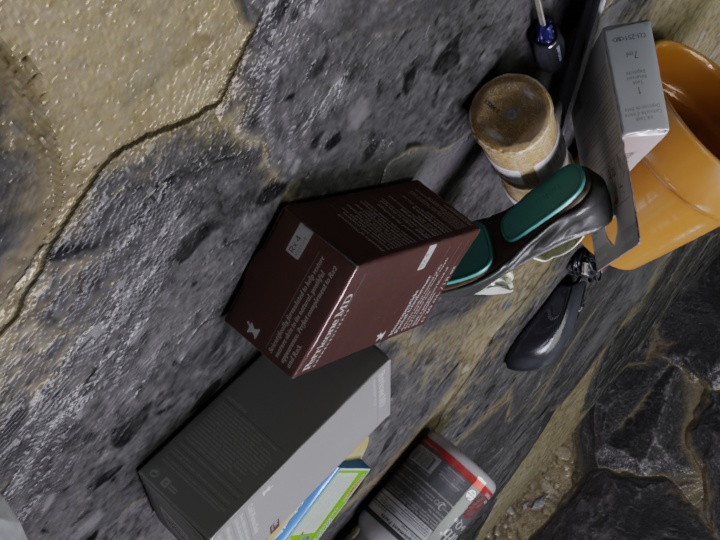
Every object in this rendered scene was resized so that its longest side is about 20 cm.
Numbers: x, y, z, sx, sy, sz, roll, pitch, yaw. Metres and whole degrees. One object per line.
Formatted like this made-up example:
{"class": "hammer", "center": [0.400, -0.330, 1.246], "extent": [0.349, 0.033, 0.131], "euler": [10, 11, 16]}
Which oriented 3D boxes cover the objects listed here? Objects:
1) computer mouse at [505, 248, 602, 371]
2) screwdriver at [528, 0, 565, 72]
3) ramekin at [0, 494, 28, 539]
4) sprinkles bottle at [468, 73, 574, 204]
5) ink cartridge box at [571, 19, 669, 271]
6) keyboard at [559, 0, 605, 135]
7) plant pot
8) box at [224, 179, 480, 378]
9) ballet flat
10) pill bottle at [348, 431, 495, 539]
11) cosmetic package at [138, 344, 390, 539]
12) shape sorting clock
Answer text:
{"class": "computer mouse", "center": [0.276, 0.066, 1.714], "extent": [0.200, 0.053, 0.138], "euler": [-55, 162, 9]}
{"class": "screwdriver", "center": [0.139, -0.193, 0.938], "extent": [0.029, 0.028, 0.200], "euler": [-22, 165, 3]}
{"class": "ramekin", "center": [-0.219, 0.143, 0.476], "extent": [0.201, 0.200, 0.098], "euler": [-49, 169, -7]}
{"class": "sprinkles bottle", "center": [0.141, -0.103, 1.054], "extent": [0.068, 0.068, 0.200], "euler": [-51, 161, 0]}
{"class": "ink cartridge box", "center": [0.222, -0.098, 1.060], "extent": [0.043, 0.174, 0.200], "euler": [-9, 174, 0]}
{"class": "keyboard", "center": [0.189, -0.191, 1.049], "extent": [0.200, 0.011, 0.056], "euler": [95, 0, -59]}
{"class": "plant pot", "center": [0.308, -0.103, 1.293], "extent": [0.183, 0.200, 0.200], "euler": [-44, 169, 36]}
{"class": "box", "center": [0.000, 0.000, 0.911], "extent": [0.200, 0.075, 0.100], "euler": [-16, 141, -58]}
{"class": "ballet flat", "center": [0.125, -0.017, 1.050], "extent": [0.200, 0.068, 0.068], "euler": [-27, 133, 27]}
{"class": "pill bottle", "center": [0.070, 0.315, 1.592], "extent": [0.200, 0.116, 0.116], "euler": [-49, 161, -7]}
{"class": "cosmetic package", "center": [-0.069, 0.132, 0.973], "extent": [0.200, 0.090, 0.107], "euler": [-41, 156, -19]}
{"class": "shape sorting clock", "center": [-0.059, 0.245, 1.278], "extent": [0.200, 0.039, 0.200], "euler": [-46, 161, -21]}
